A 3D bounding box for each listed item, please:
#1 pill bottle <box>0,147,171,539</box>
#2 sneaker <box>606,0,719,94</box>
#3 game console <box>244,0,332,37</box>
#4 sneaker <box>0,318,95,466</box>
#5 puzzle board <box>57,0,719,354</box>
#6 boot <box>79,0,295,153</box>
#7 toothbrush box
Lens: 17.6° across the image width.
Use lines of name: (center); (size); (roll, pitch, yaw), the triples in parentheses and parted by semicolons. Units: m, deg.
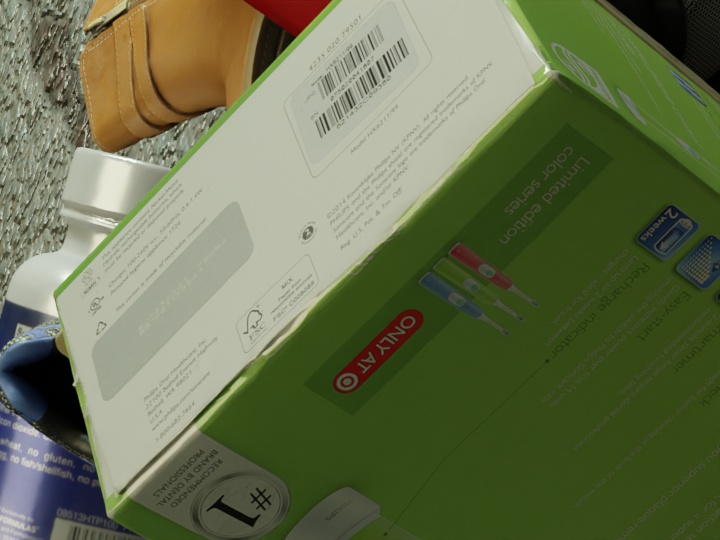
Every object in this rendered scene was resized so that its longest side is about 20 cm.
pill bottle: (-0.106, 0.054, 1.029); (0.120, 0.119, 0.201); (13, 89, 63)
sneaker: (0.103, -0.117, 0.705); (0.201, 0.113, 0.076); (-68, 28, 16)
game console: (0.040, -0.167, 0.764); (0.119, 0.172, 0.201); (54, 127, 37)
sneaker: (-0.058, 0.064, 0.902); (0.199, 0.078, 0.076); (10, 91, 23)
puzzle board: (0.022, 0.001, 0.702); (0.200, 0.150, 0.017); (-48, 8, 26)
boot: (-0.069, -0.090, 1.024); (0.155, 0.077, 0.201); (-27, 47, 32)
toothbrush box: (0.048, 0.026, 0.580); (0.146, 0.200, 0.086); (-45, 37, 18)
